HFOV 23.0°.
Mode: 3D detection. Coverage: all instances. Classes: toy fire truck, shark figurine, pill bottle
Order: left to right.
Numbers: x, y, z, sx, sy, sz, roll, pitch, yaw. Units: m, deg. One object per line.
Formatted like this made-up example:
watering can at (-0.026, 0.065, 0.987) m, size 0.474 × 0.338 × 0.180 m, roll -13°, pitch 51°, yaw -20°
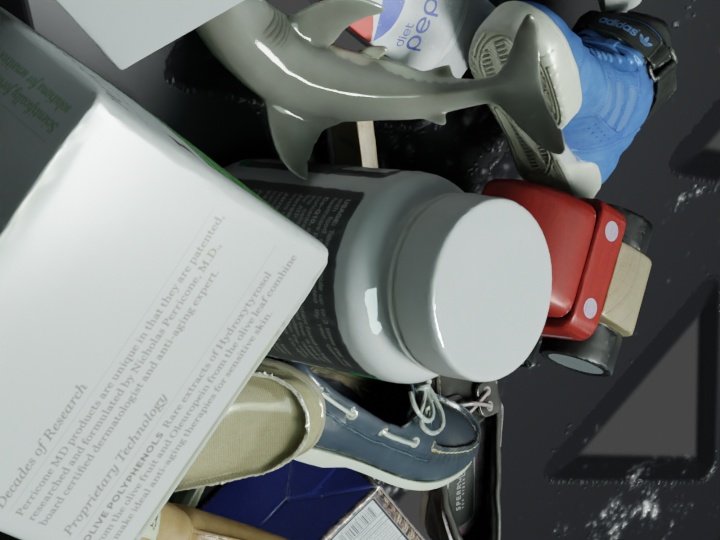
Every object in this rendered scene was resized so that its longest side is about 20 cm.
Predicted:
shark figurine at (-0.004, -0.090, 0.952) m, size 0.212 × 0.128 × 0.090 m, roll 14°, pitch 68°, yaw -9°
pill bottle at (0.000, 0.000, 0.972) m, size 0.112 × 0.199 × 0.115 m, roll -8°, pitch 101°, yaw -43°
toy fire truck at (0.056, -0.035, 1.048) m, size 0.199 × 0.175 × 0.130 m, roll 28°, pitch 75°, yaw -40°

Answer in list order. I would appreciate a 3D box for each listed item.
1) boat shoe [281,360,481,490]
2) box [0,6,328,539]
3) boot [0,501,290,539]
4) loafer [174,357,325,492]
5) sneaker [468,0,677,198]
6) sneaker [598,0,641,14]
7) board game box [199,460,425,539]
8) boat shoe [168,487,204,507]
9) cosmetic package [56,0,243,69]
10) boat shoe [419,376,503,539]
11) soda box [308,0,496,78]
boat shoe at (0.013, 0.086, 1.108) m, size 0.199 × 0.075 × 0.062 m, roll 18°, pitch 122°, yaw -41°
box at (-0.168, -0.002, 0.868) m, size 0.171 × 0.199 × 0.201 m, roll 32°, pitch 94°, yaw -44°
boot at (-0.118, 0.176, 1.012) m, size 0.199 × 0.174 × 0.067 m, roll 28°, pitch 60°, yaw -40°
loafer at (-0.117, 0.093, 1.000) m, size 0.197 × 0.068 × 0.077 m, roll -4°, pitch 107°, yaw -3°
sneaker at (0.132, -0.125, 1.044) m, size 0.112 × 0.076 × 0.200 m, roll -51°, pitch 151°, yaw -12°
sneaker at (0.194, -0.248, 1.057) m, size 0.114 × 0.074 × 0.202 m, roll -4°, pitch 123°, yaw -3°
board game box at (-0.028, 0.223, 1.188) m, size 0.159 × 0.097 × 0.200 m, roll -43°, pitch 134°, yaw -8°
boat shoe at (-0.105, 0.097, 1.073) m, size 0.072 × 0.062 × 0.202 m, roll 16°, pitch 105°, yaw -42°
cosmetic package at (-0.090, -0.233, 0.789) m, size 0.198 × 0.124 × 0.200 m, roll -26°, pitch 138°, yaw 16°
boat shoe at (0.075, 0.121, 1.232) m, size 0.066 × 0.057 × 0.202 m, roll -22°, pitch 128°, yaw -26°
soda box at (-0.009, -0.174, 0.976) m, size 0.064 × 0.068 × 0.199 m, roll -54°, pitch 135°, yaw 3°
